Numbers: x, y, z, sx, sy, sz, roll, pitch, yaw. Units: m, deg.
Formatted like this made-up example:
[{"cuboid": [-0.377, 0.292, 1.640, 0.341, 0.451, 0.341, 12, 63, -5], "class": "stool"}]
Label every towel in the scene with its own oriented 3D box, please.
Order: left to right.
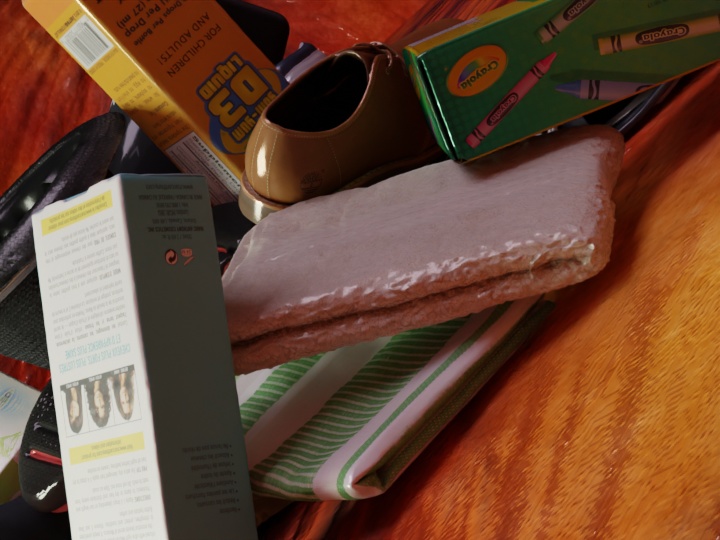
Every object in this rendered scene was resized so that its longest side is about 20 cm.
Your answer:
[{"cuboid": [-0.023, 0.048, 0.857, 0.200, 0.023, 0.153, 5, 41, 48], "class": "towel"}, {"cuboid": [0.026, -0.010, 0.849, 0.199, 0.035, 0.133, -15, 24, 18], "class": "towel"}]

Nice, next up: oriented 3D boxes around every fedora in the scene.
[{"cuboid": [-0.175, 0.002, 1.039, 0.201, 0.092, 0.201, -43, 16, 15], "class": "fedora"}]

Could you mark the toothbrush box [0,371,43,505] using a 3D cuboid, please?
[{"cuboid": [-0.255, 0.153, 1.043, 0.145, 0.086, 0.200, 20, 64, 42], "class": "toothbrush box"}]

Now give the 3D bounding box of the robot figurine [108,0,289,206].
[{"cuboid": [-0.105, -0.077, 1.181, 0.150, 0.124, 0.201, 32, -108, -66], "class": "robot figurine"}]

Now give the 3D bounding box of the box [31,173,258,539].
[{"cuboid": [-0.095, 0.063, 0.807, 0.049, 0.201, 0.082, -3, -9, -39], "class": "box"}]

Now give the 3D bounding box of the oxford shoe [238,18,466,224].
[{"cuboid": [0.012, -0.095, 0.975, 0.200, 0.071, 0.071, -42, -31, -42], "class": "oxford shoe"}]

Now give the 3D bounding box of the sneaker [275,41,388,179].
[{"cuboid": [0.004, -0.080, 1.129, 0.070, 0.108, 0.200, -61, -22, -2], "class": "sneaker"}]

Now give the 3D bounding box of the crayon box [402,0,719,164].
[{"cuboid": [0.124, -0.120, 0.899, 0.199, 0.058, 0.119, -22, 9, 2], "class": "crayon box"}]

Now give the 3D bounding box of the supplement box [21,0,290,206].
[{"cuboid": [-0.092, -0.104, 1.009, 0.067, 0.200, 0.069, -49, 14, -24], "class": "supplement box"}]

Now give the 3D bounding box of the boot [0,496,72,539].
[{"cuboid": [-0.208, 0.224, 0.944, 0.168, 0.201, 0.076, -9, 8, -34], "class": "boot"}]

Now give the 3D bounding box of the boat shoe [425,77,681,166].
[{"cuboid": [0.112, -0.090, 1.013, 0.200, 0.073, 0.063, -38, 5, 10], "class": "boat shoe"}]

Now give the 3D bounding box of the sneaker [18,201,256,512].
[{"cuboid": [-0.097, 0.061, 0.971, 0.200, 0.087, 0.074, -51, 36, -16], "class": "sneaker"}]

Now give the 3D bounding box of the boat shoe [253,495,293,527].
[{"cuboid": [-0.082, 0.112, 0.938, 0.200, 0.074, 0.069, -47, 14, -16], "class": "boat shoe"}]
